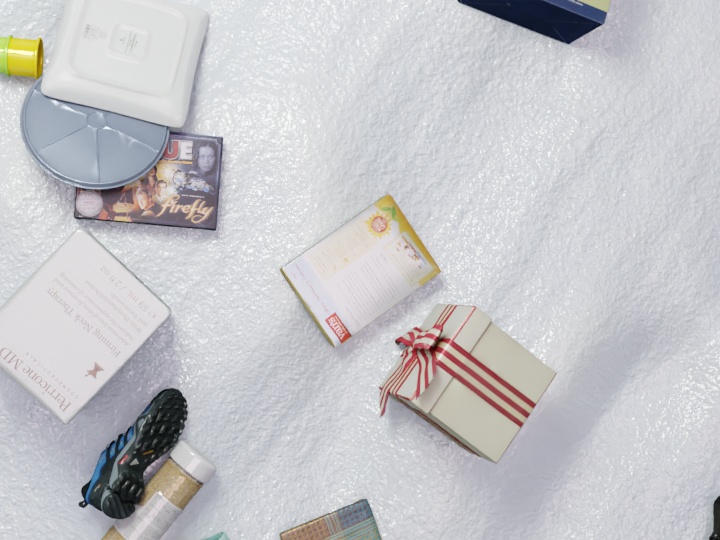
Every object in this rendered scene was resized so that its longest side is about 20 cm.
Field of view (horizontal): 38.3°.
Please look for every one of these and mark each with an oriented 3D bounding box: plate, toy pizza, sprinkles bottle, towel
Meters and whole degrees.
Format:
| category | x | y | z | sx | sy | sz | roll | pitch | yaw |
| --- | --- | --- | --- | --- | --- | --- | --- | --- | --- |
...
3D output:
| category | x | y | z | sx | sy | sz | roll | pitch | yaw |
| --- | --- | --- | --- | --- | --- | --- | --- | --- | --- |
| plate | -0.325 | -0.313 | 1.450 | 0.199 | 0.032 | 0.200 | 13 | 68 | -10 |
| toy pizza | -0.365 | -0.200 | 1.433 | 0.200 | 0.032 | 0.201 | 5 | 69 | -13 |
| sprinkles bottle | -0.289 | 0.336 | 1.458 | 0.068 | 0.068 | 0.200 | 40 | 82 | -9 |
| towel | -0.023 | 0.457 | 1.539 | 0.146 | 0.022 | 0.200 | -19 | 91 | -13 |

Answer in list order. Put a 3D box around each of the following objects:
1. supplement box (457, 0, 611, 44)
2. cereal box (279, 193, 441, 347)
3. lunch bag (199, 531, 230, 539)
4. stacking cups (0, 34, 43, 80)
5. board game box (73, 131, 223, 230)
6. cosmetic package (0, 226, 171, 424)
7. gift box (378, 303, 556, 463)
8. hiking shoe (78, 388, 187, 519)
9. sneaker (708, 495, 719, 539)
| category | x | y | z | sx | sy | sz | roll | pitch | yaw |
| --- | --- | --- | --- | --- | --- | --- | --- | --- | --- |
| supplement box | 0.280 | -0.480 | 1.560 | 0.200 | 0.134 | 0.200 | 18 | 86 | -11 |
| cereal box | 0.000 | 0.000 | 1.541 | 0.200 | 0.040 | 0.144 | -35 | 96 | -10 |
| lunch bag | -0.229 | 0.478 | 1.444 | 0.200 | 0.122 | 0.171 | -31 | 95 | -5 |
| stacking cups | -0.542 | -0.297 | 1.425 | 0.199 | 0.061 | 0.061 | 2 | 89 | -8 |
| board game box | -0.301 | -0.133 | 1.481 | 0.199 | 0.035 | 0.136 | 4 | 88 | -12 |
| cosmetic package | -0.380 | 0.071 | 1.394 | 0.167 | 0.166 | 0.200 | 43 | 82 | -8 |
| gift box | 0.137 | 0.163 | 1.496 | 0.187 | 0.185 | 0.200 | 39 | 76 | -11 |
| hiking shoe | -0.321 | 0.245 | 1.450 | 0.200 | 0.087 | 0.074 | -59 | 137 | -27 |
| sneaker | 0.569 | 0.459 | 1.637 | 0.114 | 0.076 | 0.200 | -10 | 97 | -18 |
